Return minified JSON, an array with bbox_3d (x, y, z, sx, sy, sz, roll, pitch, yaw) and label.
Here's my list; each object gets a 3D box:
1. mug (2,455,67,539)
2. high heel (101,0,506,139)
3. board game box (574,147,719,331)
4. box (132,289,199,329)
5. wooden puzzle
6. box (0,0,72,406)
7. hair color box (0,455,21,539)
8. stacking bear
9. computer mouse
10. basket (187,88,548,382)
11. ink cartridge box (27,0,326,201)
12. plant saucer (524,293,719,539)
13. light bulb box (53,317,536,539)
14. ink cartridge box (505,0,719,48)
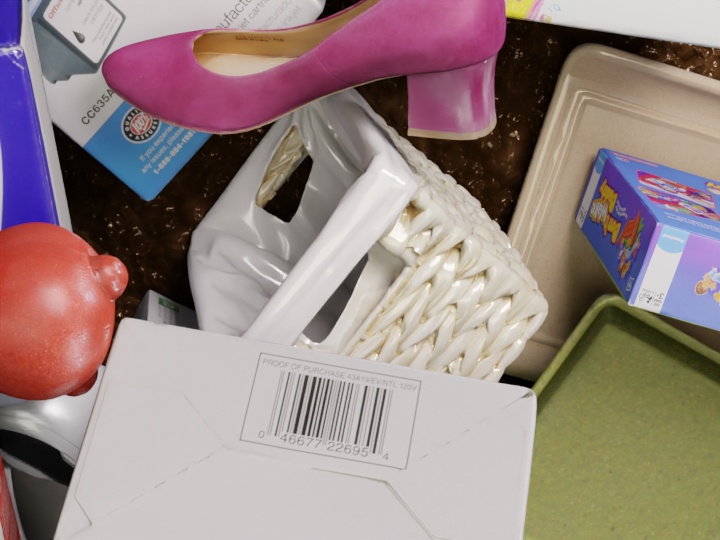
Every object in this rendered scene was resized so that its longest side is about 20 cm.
[{"bbox_3d":[-0.248,0.162,0.992,0.174,0.148,0.201,-22,78,3],"label":"mug"},{"bbox_3d":[-0.031,-0.114,0.839,0.198,0.068,0.097,9,128,17],"label":"high heel"},{"bbox_3d":[0.223,0.000,0.950,0.198,0.135,0.045,16,108,-10],"label":"board game box"},{"bbox_3d":[-0.035,0.085,0.979,0.199,0.144,0.037,25,102,-11],"label":"box"},{"bbox_3d":[0.174,-0.015,1.032,0.183,0.037,0.201,16,108,-10],"label":"wooden puzzle"},{"bbox_3d":[-0.243,-0.028,0.867,0.198,0.105,0.185,-10,118,-7],"label":"box"},{"bbox_3d":[-0.216,0.150,0.859,0.110,0.064,0.202,-10,112,-5],"label":"hair color box"},{"bbox_3d":[-0.203,0.008,0.777,0.198,0.114,0.122,9,114,-20],"label":"stacking bear"},{"bbox_3d":[-0.126,0.095,0.971,0.199,0.110,0.044,32,135,-33],"label":"computer mouse"},{"bbox_3d":[0.000,0.000,0.936,0.123,0.200,0.136,35,100,-20],"label":"basket"},{"bbox_3d":[-0.135,-0.159,0.924,0.200,0.086,0.146,39,109,-15],"label":"ink cartridge box"},{"bbox_3d":[0.162,0.122,1.042,0.199,0.048,0.201,28,112,-15],"label":"plant saucer"},{"bbox_3d":[-0.030,0.145,0.841,0.196,0.126,0.201,10,141,3],"label":"light bulb box"},{"bbox_3d":[0.093,-0.203,0.912,0.198,0.145,0.146,8,105,-7],"label":"ink cartridge box"}]
